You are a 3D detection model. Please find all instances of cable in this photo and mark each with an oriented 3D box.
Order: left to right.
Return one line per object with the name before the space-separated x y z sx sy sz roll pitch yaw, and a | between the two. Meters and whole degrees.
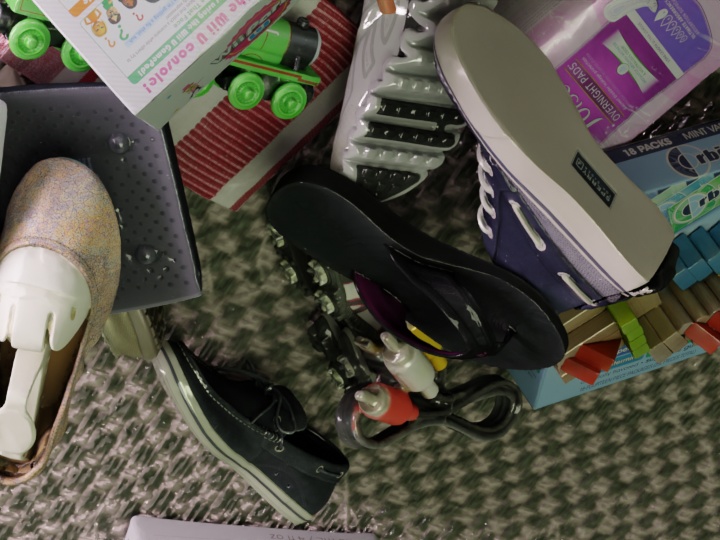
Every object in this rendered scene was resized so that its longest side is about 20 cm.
cable | 0.051 0.089 1.109 0.200 0.050 0.098 34 75 -47

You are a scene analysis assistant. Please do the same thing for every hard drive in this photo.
hard drive | -0.190 -0.038 0.938 0.198 0.042 0.136 -6 115 12

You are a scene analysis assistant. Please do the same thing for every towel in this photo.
towel | -0.092 -0.127 0.985 0.144 0.023 0.200 -42 135 14

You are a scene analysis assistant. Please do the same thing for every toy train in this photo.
toy train | -0.106 -0.129 0.935 0.198 0.042 0.057 10 114 -33

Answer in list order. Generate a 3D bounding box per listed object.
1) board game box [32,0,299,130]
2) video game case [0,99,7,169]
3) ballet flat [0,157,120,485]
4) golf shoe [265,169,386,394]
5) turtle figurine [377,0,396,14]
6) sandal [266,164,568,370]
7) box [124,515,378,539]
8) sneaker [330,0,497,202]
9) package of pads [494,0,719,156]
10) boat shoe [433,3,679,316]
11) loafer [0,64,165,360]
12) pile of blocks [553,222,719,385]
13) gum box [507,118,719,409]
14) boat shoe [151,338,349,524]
board game box | -0.116 -0.193 0.838 0.147 0.064 0.200 -41 86 0
video game case | -0.279 -0.043 0.909 0.023 0.199 0.184 -38 148 -53
ballet flat | -0.171 0.037 0.913 0.067 0.067 0.201 14 124 0
golf shoe | 0.000 0.000 1.102 0.088 0.077 0.201 -34 135 -15
turtle figurine | 0.040 -0.239 0.909 0.160 0.202 0.064 -14 171 -10
sandal | 0.029 0.014 0.999 0.199 0.048 0.075 30 140 -11
box | -0.087 0.297 1.225 0.197 0.131 0.201 8 120 -25
sneaker | 0.029 -0.135 0.991 0.075 0.081 0.202 10 109 -39
package of pads | 0.152 -0.147 1.042 0.200 0.076 0.120 -40 129 10
boat shoe | 0.088 -0.053 0.980 0.092 0.075 0.200 -25 109 45
loafer | -0.177 -0.028 1.010 0.068 0.076 0.201 -20 116 11
pile of blocks | 0.200 0.021 1.072 0.198 0.062 0.083 -19 143 -18
gum box | 0.194 -0.007 1.127 0.168 0.045 0.201 -16 142 -22
boat shoe | -0.072 0.098 1.134 0.062 0.075 0.200 -39 132 3
